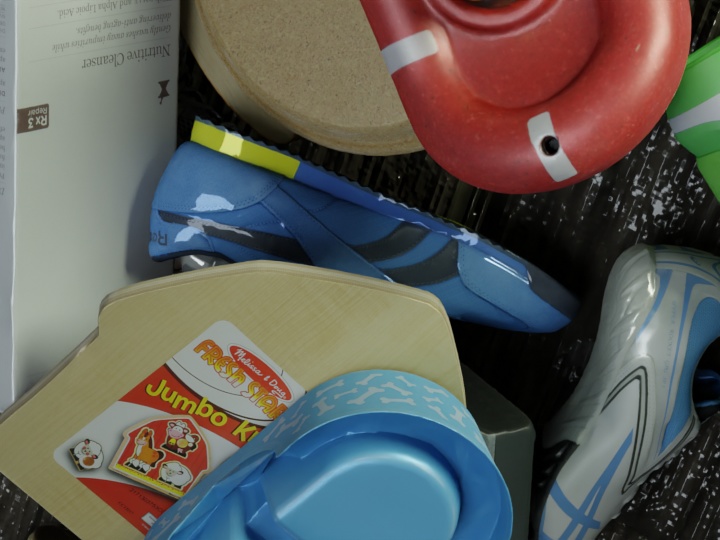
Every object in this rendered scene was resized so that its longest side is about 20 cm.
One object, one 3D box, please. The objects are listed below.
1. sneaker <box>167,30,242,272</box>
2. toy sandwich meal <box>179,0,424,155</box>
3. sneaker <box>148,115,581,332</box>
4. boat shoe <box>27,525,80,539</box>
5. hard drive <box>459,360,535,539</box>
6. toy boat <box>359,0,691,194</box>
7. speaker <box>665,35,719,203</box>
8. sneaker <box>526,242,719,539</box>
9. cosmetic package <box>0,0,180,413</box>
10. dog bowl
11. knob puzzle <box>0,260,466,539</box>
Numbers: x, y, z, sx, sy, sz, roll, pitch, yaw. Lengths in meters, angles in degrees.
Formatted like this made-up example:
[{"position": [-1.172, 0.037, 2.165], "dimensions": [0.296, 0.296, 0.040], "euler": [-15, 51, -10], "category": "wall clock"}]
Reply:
[{"position": [-0.085, -0.071, 1.260], "dimensions": [0.199, 0.075, 0.116], "euler": [25, 118, 21], "category": "sneaker"}, {"position": [0.007, -0.141, 1.184], "dimensions": [0.204, 0.070, 0.206], "euler": [5, 102, 26], "category": "toy sandwich meal"}, {"position": [0.000, 0.000, 1.207], "dimensions": [0.199, 0.066, 0.079], "euler": [21, 90, -6], "category": "sneaker"}, {"position": [-0.127, 0.224, 1.383], "dimensions": [0.068, 0.072, 0.200], "euler": [-46, 67, 21], "category": "boat shoe"}, {"position": [0.032, 0.135, 1.261], "dimensions": [0.140, 0.033, 0.201], "euler": [39, 132, 54], "category": "hard drive"}, {"position": [0.047, -0.127, 1.053], "dimensions": [0.130, 0.131, 0.201], "euler": [-23, 89, 23], "category": "toy boat"}, {"position": [0.206, -0.013, 1.106], "dimensions": [0.088, 0.088, 0.201], "euler": [-30, 94, 36], "category": "speaker"}, {"position": [0.121, 0.074, 1.206], "dimensions": [0.072, 0.072, 0.201], "euler": [17, 128, -6], "category": "sneaker"}, {"position": [-0.146, -0.046, 1.203], "dimensions": [0.081, 0.113, 0.201], "euler": [12, 110, 36], "category": "cosmetic package"}, {"position": [-0.022, 0.119, 1.156], "dimensions": [0.111, 0.050, 0.200], "euler": [40, 115, -22], "category": "dog bowl"}, {"position": [-0.039, 0.068, 1.170], "dimensions": [0.218, 0.031, 0.221], "euler": [0, 122, 0], "category": "knob puzzle"}]
